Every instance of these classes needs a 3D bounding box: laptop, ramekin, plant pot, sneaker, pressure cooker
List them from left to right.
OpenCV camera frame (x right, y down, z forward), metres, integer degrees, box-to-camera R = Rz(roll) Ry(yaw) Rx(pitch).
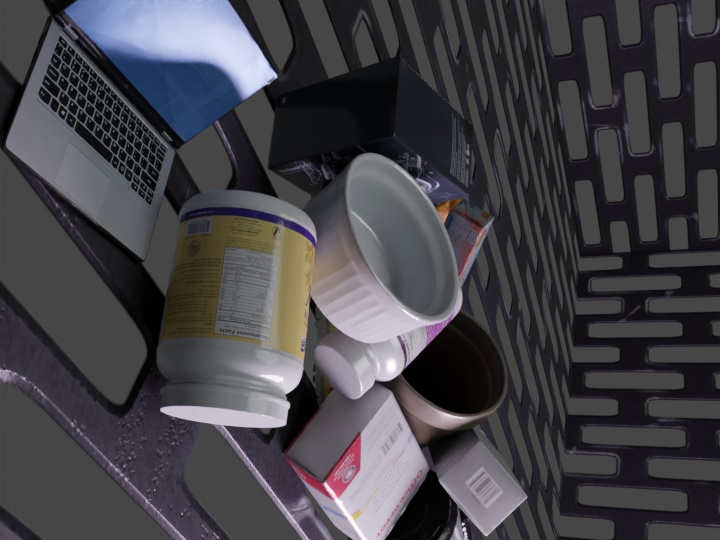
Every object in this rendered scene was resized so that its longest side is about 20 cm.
[{"bbox_3d":[-0.178,-0.143,0.705,0.188,0.113,0.205,51,43,-54],"label":"laptop"},{"bbox_3d":[-0.013,0.120,1.109,0.078,0.088,0.206,-11,100,-68],"label":"sneaker"},{"bbox_3d":[0.016,-0.019,0.911,0.199,0.097,0.204,33,43,-37],"label":"ramekin"},{"bbox_3d":[0.080,0.412,1.206,0.177,0.175,0.203,-52,136,-35],"label":"pressure cooker"},{"bbox_3d":[0.091,0.172,1.189,0.175,0.197,0.202,-59,-175,43],"label":"plant pot"}]

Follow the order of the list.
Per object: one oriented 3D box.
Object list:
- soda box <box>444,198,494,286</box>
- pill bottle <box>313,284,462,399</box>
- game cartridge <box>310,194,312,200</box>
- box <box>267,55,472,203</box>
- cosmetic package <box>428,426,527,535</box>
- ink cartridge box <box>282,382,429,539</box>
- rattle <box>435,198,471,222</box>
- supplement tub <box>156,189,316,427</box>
[{"bbox_3d":[0.147,-0.011,1.327,0.068,0.063,0.203,-36,153,-57],"label":"soda box"},{"bbox_3d":[0.034,0.068,1.034,0.199,0.111,0.114,-40,128,-31],"label":"pill bottle"},{"bbox_3d":[-0.018,-0.128,1.198,0.199,0.037,0.134,17,76,-66],"label":"game cartridge"},{"bbox_3d":[0.015,-0.157,1.022,0.181,0.196,0.107,28,61,-48],"label":"box"},{"bbox_3d":[0.164,0.287,1.174,0.107,0.090,0.200,48,-1,0],"label":"cosmetic package"},{"bbox_3d":[0.001,0.256,1.077,0.148,0.084,0.202,-49,140,-24],"label":"ink cartridge box"},{"bbox_3d":[0.136,-0.067,1.364,0.200,0.139,0.134,121,-32,-87],"label":"rattle"},{"bbox_3d":[-0.120,0.041,0.788,0.145,0.142,0.206,38,53,-61],"label":"supplement tub"}]
